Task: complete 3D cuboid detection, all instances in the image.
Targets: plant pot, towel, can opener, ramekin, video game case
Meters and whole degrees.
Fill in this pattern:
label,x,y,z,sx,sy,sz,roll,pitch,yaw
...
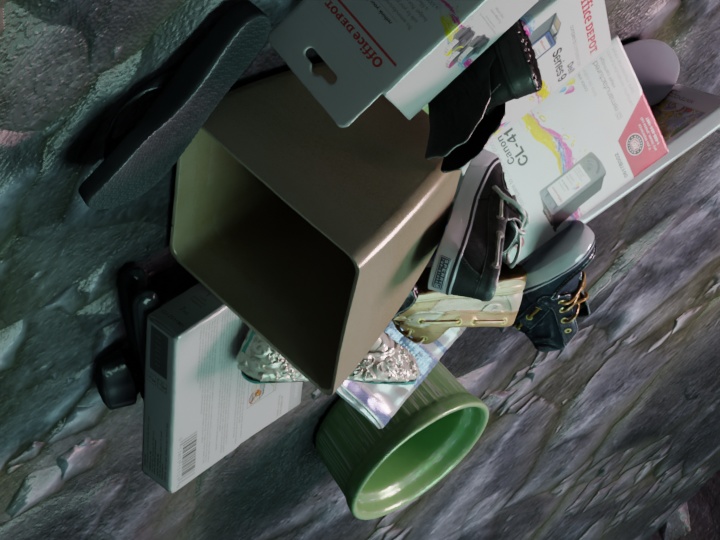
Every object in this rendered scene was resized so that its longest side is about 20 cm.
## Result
label,x,y,z,sx,sy,sz,roll,pitch,yaw
plant pot,-0.025,-0.057,1.614,0.177,0.199,0.201,-39,159,-30
towel,0.036,0.041,1.862,0.200,0.024,0.147,-49,119,-5
can opener,-0.193,0.071,1.727,0.078,0.064,0.201,-28,154,-24
ramekin,0.043,0.187,2.240,0.199,0.098,0.201,-32,155,-17
video game case,0.260,-0.124,1.957,0.199,0.023,0.182,-36,-160,-6

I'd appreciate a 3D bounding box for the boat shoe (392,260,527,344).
label,x,y,z,sx,sy,sz,roll,pitch,yaw
boat shoe,0.064,0.035,1.817,0.198,0.074,0.067,-5,113,-16

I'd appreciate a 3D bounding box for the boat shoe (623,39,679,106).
label,x,y,z,sx,sy,sz,roll,pitch,yaw
boat shoe,0.241,-0.166,1.963,0.200,0.070,0.066,-41,-174,-24

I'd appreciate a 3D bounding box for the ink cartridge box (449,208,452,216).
label,x,y,z,sx,sy,sz,roll,pitch,yaw
ink cartridge box,0.045,0.014,1.955,0.199,0.084,0.145,-35,156,-11

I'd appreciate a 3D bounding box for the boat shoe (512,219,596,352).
label,x,y,z,sx,sy,sz,roll,pitch,yaw
boat shoe,0.198,0.018,1.893,0.071,0.091,0.200,-51,-174,-25

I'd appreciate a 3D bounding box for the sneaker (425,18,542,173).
label,x,y,z,sx,sy,sz,roll,pitch,yaw
sneaker,0.082,-0.185,1.566,0.103,0.201,0.060,-23,152,16

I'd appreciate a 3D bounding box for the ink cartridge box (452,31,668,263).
label,x,y,z,sx,sy,sz,roll,pitch,yaw
ink cartridge box,0.175,-0.123,1.834,0.199,0.086,0.148,-37,123,-10

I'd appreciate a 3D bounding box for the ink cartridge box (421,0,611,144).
label,x,y,z,sx,sy,sz,roll,pitch,yaw
ink cartridge box,0.116,-0.197,1.688,0.200,0.088,0.145,-40,157,-6

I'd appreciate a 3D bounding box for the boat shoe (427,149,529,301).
label,x,y,z,sx,sy,sz,roll,pitch,yaw
boat shoe,0.110,-0.038,1.660,0.200,0.067,0.074,-66,173,-61

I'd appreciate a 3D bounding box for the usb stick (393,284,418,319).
label,x,y,z,sx,sy,sz,roll,pitch,yaw
usb stick,0.000,0.000,1.765,0.055,0.200,0.033,-27,114,-9

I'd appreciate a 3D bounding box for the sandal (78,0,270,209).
label,x,y,z,sx,sy,sz,roll,pitch,yaw
sandal,-0.147,-0.128,1.487,0.200,0.043,0.076,-49,164,-3

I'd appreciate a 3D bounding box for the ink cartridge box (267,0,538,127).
label,x,y,z,sx,sy,sz,roll,pitch,yaw
ink cartridge box,0.038,-0.205,1.521,0.200,0.115,0.068,-42,156,6

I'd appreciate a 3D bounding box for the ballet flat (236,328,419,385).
label,x,y,z,sx,sy,sz,roll,pitch,yaw
ballet flat,-0.021,0.070,1.743,0.199,0.072,0.072,2,135,-38

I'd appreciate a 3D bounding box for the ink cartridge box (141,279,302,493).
label,x,y,z,sx,sy,sz,roll,pitch,yaw
ink cartridge box,-0.121,0.083,1.752,0.173,0.043,0.201,-34,145,-37
